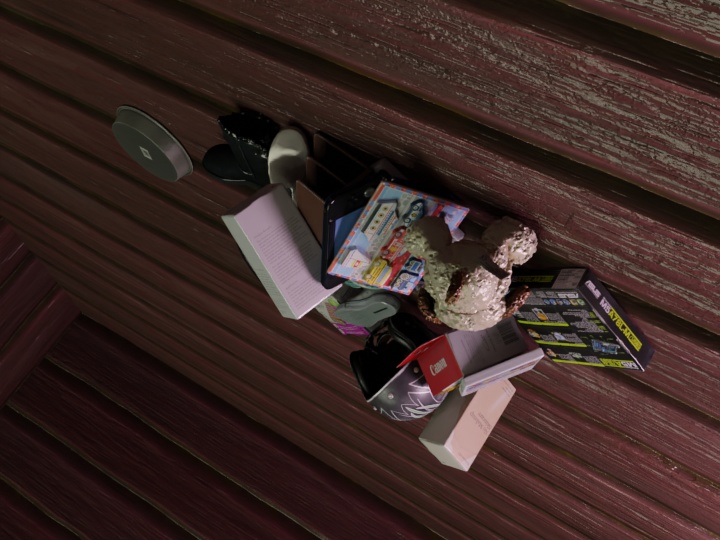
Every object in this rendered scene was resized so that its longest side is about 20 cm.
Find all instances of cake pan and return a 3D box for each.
[{"bbox_3d":[-0.440,-0.259,1.983,0.199,0.037,0.201,31,158,14],"label":"cake pan"}]

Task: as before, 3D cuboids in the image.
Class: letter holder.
[{"bbox_3d":[-0.057,-0.106,1.557,0.142,0.100,0.201,39,154,27],"label":"letter holder"}]

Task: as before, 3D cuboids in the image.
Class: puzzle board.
[{"bbox_3d":[0.056,-0.044,1.456,0.150,0.017,0.201,14,131,-23],"label":"puzzle board"}]

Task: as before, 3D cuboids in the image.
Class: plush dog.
[{"bbox_3d":[0.161,0.026,1.394,0.198,0.161,0.172,0,142,17],"label":"plush dog"}]

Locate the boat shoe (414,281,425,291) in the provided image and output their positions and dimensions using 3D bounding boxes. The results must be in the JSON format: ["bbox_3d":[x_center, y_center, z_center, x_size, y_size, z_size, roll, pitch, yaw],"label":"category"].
[{"bbox_3d":[0.107,0.009,1.609,0.199,0.061,0.074,32,162,-22],"label":"boat shoe"}]

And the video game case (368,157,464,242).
[{"bbox_3d":[0.057,-0.096,1.566,0.182,0.023,0.200,42,159,-14],"label":"video game case"}]

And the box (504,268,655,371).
[{"bbox_3d":[0.326,0.076,1.475,0.193,0.048,0.199,44,157,-24],"label":"box"}]

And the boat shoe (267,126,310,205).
[{"bbox_3d":[-0.114,-0.165,1.624,0.074,0.093,0.201,9,122,6],"label":"boat shoe"}]

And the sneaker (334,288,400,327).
[{"bbox_3d":[0.023,0.061,1.867,0.073,0.071,0.199,36,151,-24],"label":"sneaker"}]

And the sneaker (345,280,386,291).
[{"bbox_3d":[0.000,0.000,1.808,0.199,0.078,0.091,26,167,45],"label":"sneaker"}]

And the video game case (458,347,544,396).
[{"bbox_3d":[0.242,0.179,1.655,0.200,0.142,0.018,70,179,-78],"label":"video game case"}]

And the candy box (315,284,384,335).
[{"bbox_3d":[-0.056,0.054,2.004,0.200,0.061,0.136,45,158,-20],"label":"candy box"}]

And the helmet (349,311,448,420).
[{"bbox_3d":[0.088,0.199,1.859,0.191,0.199,0.200,61,172,29],"label":"helmet"}]

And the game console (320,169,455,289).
[{"bbox_3d":[0.039,-0.042,1.478,0.118,0.170,0.201,43,147,32],"label":"game console"}]

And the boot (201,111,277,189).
[{"bbox_3d":[-0.213,-0.215,1.670,0.197,0.074,0.163,20,157,21],"label":"boot"}]

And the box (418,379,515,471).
[{"bbox_3d":[0.212,0.283,1.870,0.077,0.201,0.095,4,143,52],"label":"box"}]

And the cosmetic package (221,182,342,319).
[{"bbox_3d":[-0.128,-0.031,1.547,0.201,0.101,0.071,60,158,-16],"label":"cosmetic package"}]

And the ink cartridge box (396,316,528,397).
[{"bbox_3d":[0.175,0.156,1.678,0.084,0.174,0.200,66,164,12],"label":"ink cartridge box"}]

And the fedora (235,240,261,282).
[{"bbox_3d":[-0.135,-0.031,1.716,0.200,0.091,0.201,39,152,25],"label":"fedora"}]
